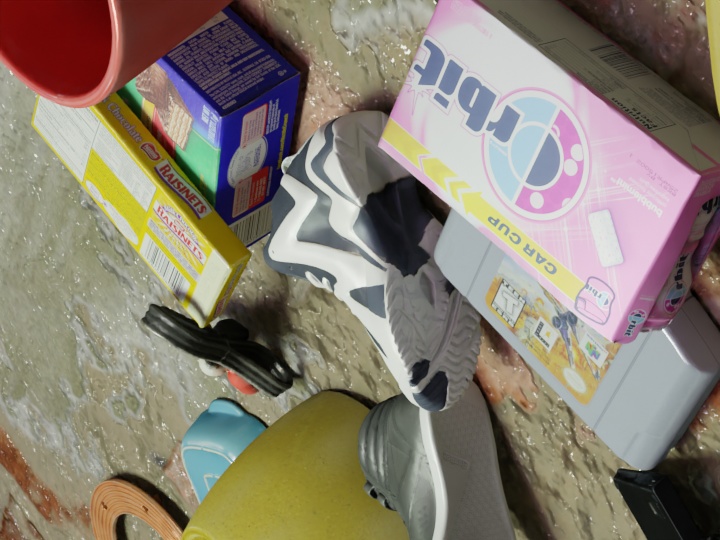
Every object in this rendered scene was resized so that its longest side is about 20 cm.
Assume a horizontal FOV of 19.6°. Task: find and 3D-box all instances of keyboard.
[{"bbox_3d":[0.232,0.204,1.279,0.200,0.040,0.104,58,168,-10],"label":"keyboard"}]

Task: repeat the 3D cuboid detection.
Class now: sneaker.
[{"bbox_3d":[0.000,0.000,1.380,0.129,0.079,0.200,-13,106,59],"label":"sneaker"},{"bbox_3d":[0.051,0.173,1.436,0.099,0.071,0.201,-9,87,59],"label":"sneaker"}]

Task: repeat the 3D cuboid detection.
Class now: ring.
[{"bbox_3d":[-0.183,0.278,1.930,0.200,0.019,0.201,36,142,34],"label":"ring"}]

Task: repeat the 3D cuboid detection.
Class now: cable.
[{"bbox_3d":[-0.109,0.067,1.535,0.097,0.050,0.200,42,-172,10],"label":"cable"}]

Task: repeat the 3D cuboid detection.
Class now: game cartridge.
[{"bbox_3d":[0.129,0.014,1.253,0.200,0.041,0.133,46,151,19],"label":"game cartridge"}]

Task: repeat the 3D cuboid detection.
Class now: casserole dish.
[{"bbox_3d":[-0.089,0.202,1.716,0.121,0.039,0.200,2,119,55],"label":"casserole dish"}]

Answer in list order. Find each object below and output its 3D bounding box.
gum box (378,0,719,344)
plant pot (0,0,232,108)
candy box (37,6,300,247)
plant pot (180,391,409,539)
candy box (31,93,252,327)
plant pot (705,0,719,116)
[{"bbox_3d":[0.115,-0.063,1.147,0.200,0.066,0.114,42,126,26],"label":"gum box"},{"bbox_3d":[-0.144,-0.226,1.293,0.200,0.177,0.201,35,142,33],"label":"plant pot"},{"bbox_3d":[-0.140,-0.127,1.468,0.200,0.077,0.169,44,148,24],"label":"candy box"},{"bbox_3d":[-0.048,0.207,1.538,0.200,0.142,0.200,38,140,42],"label":"plant pot"},{"bbox_3d":[-0.156,-0.059,1.451,0.200,0.026,0.102,50,150,10],"label":"candy box"},{"bbox_3d":[0.263,-0.076,0.852,0.195,0.194,0.200,38,152,29],"label":"plant pot"}]
